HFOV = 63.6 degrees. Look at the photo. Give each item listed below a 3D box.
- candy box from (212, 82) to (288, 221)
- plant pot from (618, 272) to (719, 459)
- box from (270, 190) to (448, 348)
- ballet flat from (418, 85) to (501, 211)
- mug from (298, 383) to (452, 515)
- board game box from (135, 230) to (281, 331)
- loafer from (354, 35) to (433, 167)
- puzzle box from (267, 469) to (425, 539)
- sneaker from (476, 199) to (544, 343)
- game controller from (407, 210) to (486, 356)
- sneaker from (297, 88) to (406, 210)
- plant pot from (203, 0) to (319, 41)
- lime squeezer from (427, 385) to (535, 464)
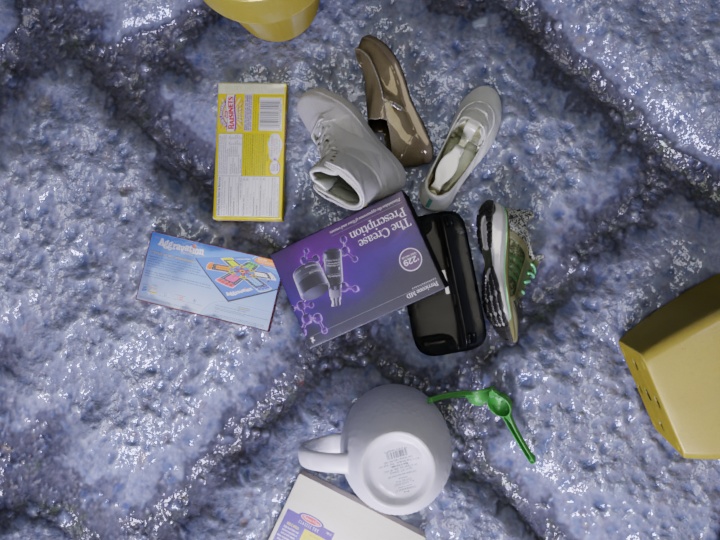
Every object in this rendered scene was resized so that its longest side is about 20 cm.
[{"bbox_3d":[-0.159,-0.172,0.844,0.101,0.026,0.202,2,87,4],"label":"candy box"},{"bbox_3d":[0.450,0.128,0.736,0.175,0.200,0.201,-23,87,12],"label":"plant pot"},{"bbox_3d":[0.000,0.000,0.789,0.199,0.079,0.142,-25,88,11],"label":"box"},{"bbox_3d":[0.145,-0.175,0.815,0.069,0.069,0.201,29,88,3],"label":"ballet flat"},{"bbox_3d":[0.020,0.231,0.743,0.198,0.175,0.149,-2,87,2],"label":"mug"},{"bbox_3d":[-0.216,0.015,0.840,0.199,0.019,0.104,14,89,3],"label":"board game box"},{"bbox_3d":[0.036,-0.234,0.817,0.067,0.076,0.201,-26,86,-6],"label":"loafer"},{"bbox_3d":[-0.025,0.384,0.811,0.199,0.025,0.134,26,88,3],"label":"puzzle box"},{"bbox_3d":[0.218,0.000,0.804,0.088,0.077,0.202,-4,89,-7],"label":"sneaker"},{"bbox_3d":[0.112,0.018,0.825,0.104,0.042,0.202,-12,86,16],"label":"game controller"},{"bbox_3d":[-0.039,-0.167,0.786,0.200,0.074,0.115,45,45,12],"label":"sneaker"},{"bbox_3d":[-0.126,-0.408,0.775,0.199,0.189,0.202,0,86,2],"label":"plant pot"},{"bbox_3d":[0.169,0.190,0.792,0.199,0.038,0.071,34,67,-22],"label":"lime squeezer"}]
